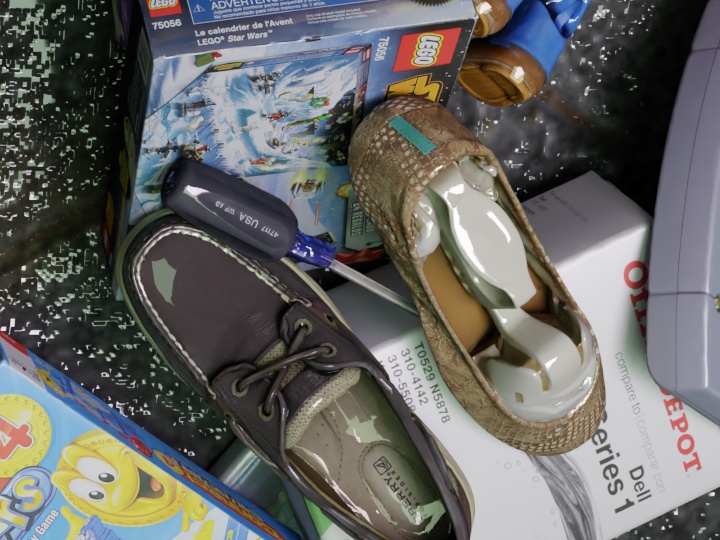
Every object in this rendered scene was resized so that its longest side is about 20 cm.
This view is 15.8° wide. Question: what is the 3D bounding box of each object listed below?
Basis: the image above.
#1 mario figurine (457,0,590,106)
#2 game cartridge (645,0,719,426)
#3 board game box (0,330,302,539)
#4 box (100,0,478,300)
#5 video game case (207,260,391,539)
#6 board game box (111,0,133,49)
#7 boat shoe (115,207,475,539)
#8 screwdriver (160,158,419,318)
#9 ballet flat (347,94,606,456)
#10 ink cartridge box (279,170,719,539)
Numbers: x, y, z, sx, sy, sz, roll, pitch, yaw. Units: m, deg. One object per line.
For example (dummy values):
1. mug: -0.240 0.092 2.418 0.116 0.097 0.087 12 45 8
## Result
1. mario figurine: 0.096 -0.168 1.157 0.106 0.124 0.200 38 69 14
2. game cartridge: 0.184 -0.025 1.200 0.133 0.041 0.201 29 66 -44
3. board game box: -0.150 0.158 1.164 0.195 0.056 0.200 36 94 -27
4. box: -0.036 -0.059 1.117 0.136 0.040 0.200 -8 153 -15
5. video game case: 0.021 0.117 1.273 0.182 0.023 0.200 40 93 -25
6. board game box: -0.018 -0.173 1.157 0.199 0.032 0.121 -12 116 -14
7. boat shoe: -0.021 0.050 1.100 0.200 0.065 0.073 43 85 -9
8. screwdriver: 0.000 0.000 1.115 0.199 0.028 0.029 24 64 -29
9. ballet flat: 0.058 0.015 1.097 0.070 0.065 0.200 -42 122 -9
10. ink cartridge box: 0.058 0.064 1.208 0.199 0.084 0.147 -25 113 -8
